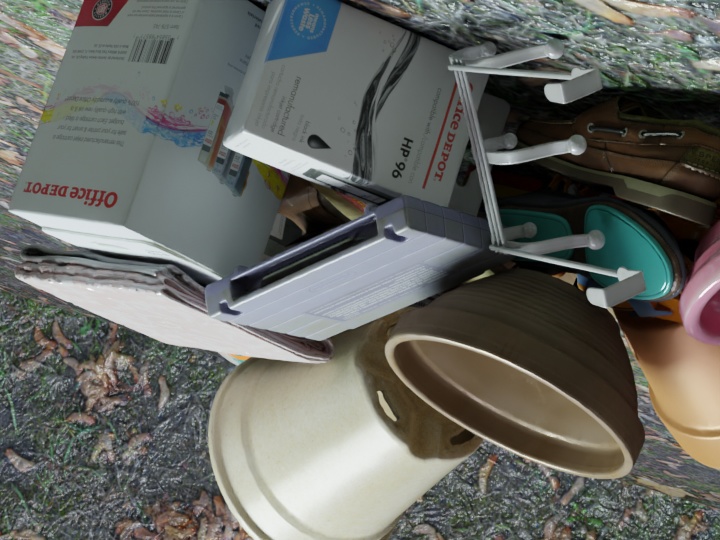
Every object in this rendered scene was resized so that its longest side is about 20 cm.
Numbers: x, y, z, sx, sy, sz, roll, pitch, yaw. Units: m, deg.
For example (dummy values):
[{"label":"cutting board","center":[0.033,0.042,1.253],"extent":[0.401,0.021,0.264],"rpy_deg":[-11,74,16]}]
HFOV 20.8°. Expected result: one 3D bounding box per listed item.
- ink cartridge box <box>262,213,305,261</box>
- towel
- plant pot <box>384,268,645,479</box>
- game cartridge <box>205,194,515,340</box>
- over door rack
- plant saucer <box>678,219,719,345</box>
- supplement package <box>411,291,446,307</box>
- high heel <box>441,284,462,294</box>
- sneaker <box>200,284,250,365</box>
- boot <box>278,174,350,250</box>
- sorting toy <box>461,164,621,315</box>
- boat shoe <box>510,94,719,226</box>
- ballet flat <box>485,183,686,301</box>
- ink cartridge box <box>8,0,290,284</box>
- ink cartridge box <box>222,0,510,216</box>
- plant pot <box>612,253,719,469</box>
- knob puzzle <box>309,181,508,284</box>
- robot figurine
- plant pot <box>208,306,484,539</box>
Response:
[{"label":"ink cartridge box","center":[-0.089,-0.066,1.737],"extent":[0.199,0.146,0.084],"rpy_deg":[26,167,-36]},{"label":"towel","center":[-0.149,0.029,1.559],"extent":[0.199,0.032,0.191],"rpy_deg":[7,165,45]},{"label":"plant pot","center":[0.125,0.063,1.425],"extent":[0.200,0.093,0.201],"rpy_deg":[25,161,9]},{"label":"game cartridge","center":[0.000,0.000,1.424],"extent":[0.199,0.039,0.129],"rpy_deg":[-24,160,36]},{"label":"over door rack","center":[0.129,-0.070,1.281],"extent":[0.066,0.149,0.200],"rpy_deg":[-19,-163,-14]},{"label":"plant saucer","center":[0.306,-0.015,1.328],"extent":[0.199,0.051,0.201],"rpy_deg":[-16,156,-7]},{"label":"supplement package","center":[0.039,0.026,1.830],"extent":[0.109,0.201,0.114],"rpy_deg":[19,170,-1]},{"label":"high heel","center":[0.089,0.028,1.666],"extent":[0.095,0.068,0.200],"rpy_deg":[6,-170,18]},{"label":"sneaker","center":[-0.095,0.045,1.717],"extent":[0.080,0.072,0.200],"rpy_deg":[12,166,46]},{"label":"boot","center":[-0.022,-0.080,1.686],"extent":[0.070,0.201,0.146],"rpy_deg":[0,-163,34]},{"label":"sorting toy","center":[0.181,-0.024,1.683],"extent":[0.198,0.070,0.200],"rpy_deg":[14,168,25]},{"label":"boat shoe","center":[0.184,-0.086,1.369],"extent":[0.072,0.068,0.200],"rpy_deg":[15,-174,-40]},{"label":"ballet flat","center":[0.172,-0.025,1.384],"extent":[0.073,0.073,0.199],"rpy_deg":[27,173,-37]},{"label":"ink cartridge box","center":[-0.144,-0.104,1.485],"extent":[0.145,0.201,0.144],"rpy_deg":[9,166,44]},{"label":"ink cartridge box","center":[0.016,-0.111,1.399],"extent":[0.199,0.117,0.068],"rpy_deg":[21,169,-15]},{"label":"plant pot","center":[0.285,0.033,1.501],"extent":[0.140,0.201,0.200],"rpy_deg":[44,158,-30]},{"label":"knob puzzle","center":[0.027,-0.051,1.546],"extent":[0.219,0.031,0.220],"rpy_deg":[33,172,5]},{"label":"robot figurine","center":[0.196,-0.025,1.464],"extent":[0.199,0.145,0.058],"rpy_deg":[13,150,47]},{"label":"plant pot","center":[0.005,0.124,1.623],"extent":[0.200,0.202,0.183],"rpy_deg":[24,142,-26]}]
